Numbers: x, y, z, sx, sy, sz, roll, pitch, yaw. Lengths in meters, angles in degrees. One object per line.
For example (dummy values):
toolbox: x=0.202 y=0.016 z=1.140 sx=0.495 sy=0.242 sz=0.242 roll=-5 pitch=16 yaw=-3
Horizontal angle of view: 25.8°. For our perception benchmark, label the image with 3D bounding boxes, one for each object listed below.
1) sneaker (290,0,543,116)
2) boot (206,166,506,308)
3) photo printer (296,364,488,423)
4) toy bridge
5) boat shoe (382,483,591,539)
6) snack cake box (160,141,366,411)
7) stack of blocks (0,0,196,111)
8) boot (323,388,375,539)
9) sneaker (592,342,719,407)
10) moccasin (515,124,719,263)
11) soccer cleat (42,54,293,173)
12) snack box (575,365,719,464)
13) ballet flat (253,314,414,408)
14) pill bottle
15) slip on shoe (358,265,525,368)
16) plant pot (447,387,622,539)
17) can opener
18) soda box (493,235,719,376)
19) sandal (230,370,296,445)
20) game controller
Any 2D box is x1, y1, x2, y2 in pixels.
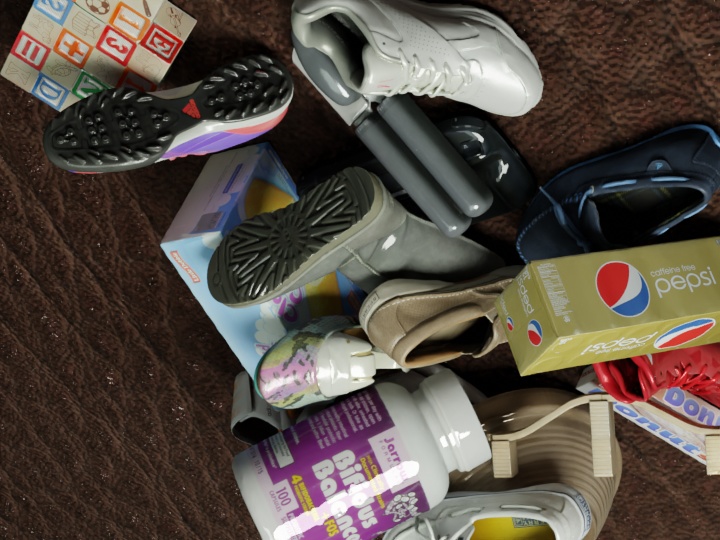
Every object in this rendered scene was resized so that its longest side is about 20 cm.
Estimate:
sneaker: x=0.035 y=-0.151 z=1.136 sx=0.198 sy=0.100 sz=0.078 roll=24 pitch=138 yaw=0
boot: x=0.000 y=0.002 z=1.262 sx=0.180 sy=0.073 sz=0.200 roll=-25 pitch=154 yaw=22
photo printer: x=0.031 y=0.152 z=1.466 sx=0.165 sy=0.070 sz=0.200 roll=29 pitch=138 yaw=-6
toy bridge: x=0.198 y=0.134 z=1.286 sx=0.198 sy=0.027 sz=0.068 roll=-3 pitch=92 yaw=20
boat shoe: x=0.088 y=0.229 z=1.298 sx=0.200 sy=0.086 sz=0.075 roll=-14 pitch=96 yaw=33
snack cake box: x=-0.075 y=0.008 z=1.335 sx=0.067 sy=0.116 sz=0.201 roll=-10 pitch=129 yaw=31
stack of blocks: x=-0.190 y=-0.199 z=1.220 sx=0.114 sy=0.059 sz=0.200 roll=31 pitch=137 yaw=-8
boot: x=-0.015 y=0.203 z=1.418 sx=0.067 sy=0.203 sz=0.131 roll=2 pitch=180 yaw=-3
sneaker: x=0.250 y=0.085 z=1.265 sx=0.199 sy=0.116 sz=0.078 roll=35 pitch=137 yaw=-12
moccasin: x=0.188 y=-0.048 z=1.195 sx=0.080 sy=0.069 sz=0.200 roll=39 pitch=136 yaw=-16
soccer cleat: x=-0.148 y=-0.109 z=1.221 sx=0.198 sy=0.069 sz=0.073 roll=-19 pitch=161 yaw=-16
snack box: x=0.286 y=0.134 z=1.352 sx=0.199 sy=0.024 sz=0.072 roll=30 pitch=159 yaw=-7
ballet flat: x=-0.003 y=0.071 z=1.302 sx=0.071 sy=0.199 sz=0.070 roll=10 pitch=103 yaw=34
pill bottle: x=0.003 y=0.161 z=1.297 sx=0.198 sy=0.113 sz=0.113 roll=-26 pitch=127 yaw=-4
slip on shoe: x=0.093 y=0.041 z=1.254 sx=0.198 sy=0.061 sz=0.076 roll=1 pitch=130 yaw=-37
plant pot: x=0.147 y=0.210 z=1.390 sx=0.198 sy=0.093 sz=0.203 roll=-9 pitch=128 yaw=-11
can opener: x=0.016 y=-0.108 z=1.191 sx=0.200 sy=0.066 sz=0.053 roll=47 pitch=125 yaw=-1
soda box: x=0.204 y=0.024 z=1.177 sx=0.198 sy=0.065 sz=0.068 roll=-7 pitch=155 yaw=-26
sandal: x=-0.086 y=0.145 z=1.415 sx=0.058 sy=0.208 sz=0.079 roll=-9 pitch=148 yaw=-7
game controller: x=0.043 y=-0.066 z=1.273 sx=0.199 sy=0.042 sz=0.104 roll=-17 pitch=139 yaw=37
